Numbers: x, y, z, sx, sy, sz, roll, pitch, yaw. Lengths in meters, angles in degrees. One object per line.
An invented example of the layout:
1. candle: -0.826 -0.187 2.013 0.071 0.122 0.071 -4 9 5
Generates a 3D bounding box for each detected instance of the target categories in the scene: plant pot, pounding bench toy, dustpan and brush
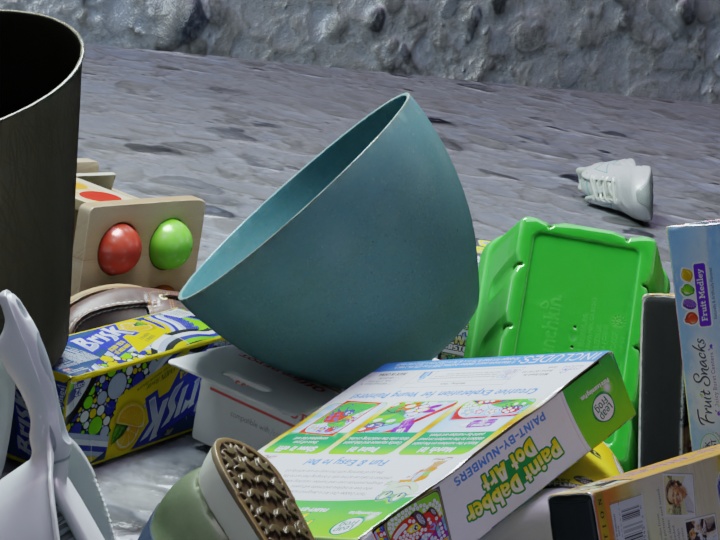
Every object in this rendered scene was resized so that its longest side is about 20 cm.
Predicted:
1. plant pot: 0.000 0.000 1.224 0.135 0.200 0.200 48 10 -8
2. pounding bench toy: -0.192 -0.012 1.509 0.156 0.124 0.200 19 16 36
3. dustpan and brush: -0.143 0.108 0.877 0.057 0.200 0.140 -23 11 6

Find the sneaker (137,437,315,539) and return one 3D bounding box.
1. sneaker: -0.050 0.184 0.884 0.067 0.090 0.200 20 35 -52

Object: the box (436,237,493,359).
1. box: 0.085 0.047 1.480 0.035 0.110 0.200 11 14 8

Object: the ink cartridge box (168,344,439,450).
1. ink cartridge box: -0.032 0.095 1.288 0.116 0.068 0.200 20 17 34

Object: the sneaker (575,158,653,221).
1. sneaker: 0.323 -0.101 2.377 0.080 0.071 0.200 -2 8 -5

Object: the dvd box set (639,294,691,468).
1. dvd box set: 0.222 0.088 1.236 0.029 0.147 0.200 2 0 23

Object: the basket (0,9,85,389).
1. basket: -0.241 -0.034 1.132 0.180 0.200 0.136 -22 42 -24

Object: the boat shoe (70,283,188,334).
1. boat shoe: -0.141 0.048 1.408 0.200 0.071 0.070 -4 14 -44

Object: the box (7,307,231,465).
1. box: -0.162 0.078 1.269 0.064 0.070 0.200 17 16 27

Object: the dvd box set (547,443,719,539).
1. dvd box set: 0.172 0.169 0.960 0.029 0.147 0.200 -10 -1 40

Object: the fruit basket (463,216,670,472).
1. fruit basket: 0.145 0.083 1.283 0.155 0.216 0.216 10 13 4

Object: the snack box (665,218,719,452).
1. snack box: 0.248 0.056 1.144 0.068 0.169 0.200 -7 -5 24

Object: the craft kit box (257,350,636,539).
1. craft kit box: 0.015 0.109 1.021 0.197 0.049 0.200 -29 13 -35

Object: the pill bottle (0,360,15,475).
1. pill bottle: -0.309 0.079 1.081 0.200 0.111 0.111 10 13 3

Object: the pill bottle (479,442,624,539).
1. pill bottle: 0.102 0.148 1.062 0.112 0.113 0.200 9 13 -2
